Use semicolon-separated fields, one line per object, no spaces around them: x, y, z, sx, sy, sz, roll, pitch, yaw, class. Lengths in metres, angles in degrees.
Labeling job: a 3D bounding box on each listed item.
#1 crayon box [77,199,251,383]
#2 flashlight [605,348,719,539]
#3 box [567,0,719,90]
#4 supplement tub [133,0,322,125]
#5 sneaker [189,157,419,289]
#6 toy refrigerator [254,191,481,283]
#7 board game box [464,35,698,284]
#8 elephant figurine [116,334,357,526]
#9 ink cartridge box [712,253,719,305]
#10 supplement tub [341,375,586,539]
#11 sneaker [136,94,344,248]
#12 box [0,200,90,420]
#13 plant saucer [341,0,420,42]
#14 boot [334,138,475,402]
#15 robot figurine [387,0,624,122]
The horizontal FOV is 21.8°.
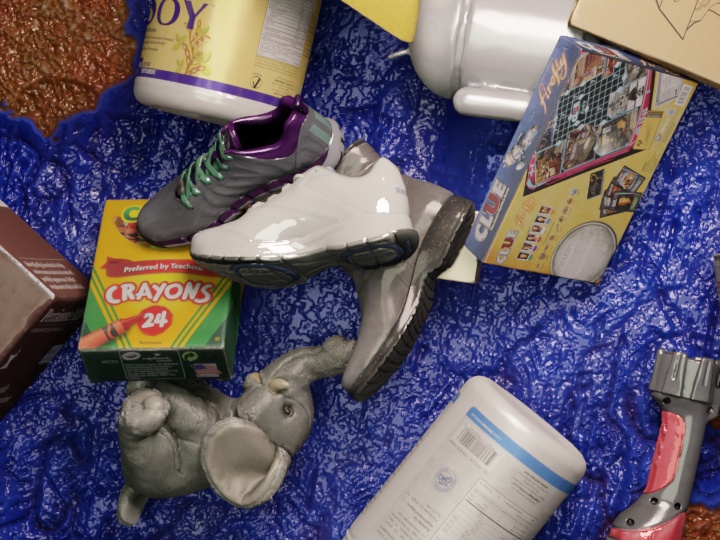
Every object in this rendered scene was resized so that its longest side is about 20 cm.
-0.167;0.003;1.631;0.127;0.051;0.200;-2;50;6;crayon box
0.260;0.169;1.626;0.068;0.068;0.200;10;88;44;flashlight
0.292;-0.242;1.567;0.200;0.021;0.164;22;85;-8;box
-0.108;-0.228;1.632;0.145;0.145;0.200;12;91;7;supplement tub
-0.047;-0.038;1.553;0.200;0.075;0.087;-9;68;16;sneaker
0.009;-0.036;1.651;0.200;0.076;0.070;7;91;8;toy refrigerator
0.186;-0.090;1.583;0.135;0.035;0.200;10;114;-35;board game box
-0.105;0.140;1.635;0.200;0.155;0.142;8;52;3;elephant figurine
0.355;0.077;1.572;0.085;0.146;0.200;-11;89;6;ink cartridge box
0.087;0.203;1.612;0.132;0.132;0.200;39;95;6;supplement tub
-0.117;-0.092;1.577;0.200;0.088;0.074;-27;54;15;sneaker
-0.366;0.044;1.650;0.164;0.166;0.200;42;95;6;box
-0.016;-0.309;1.568;0.200;0.200;0.048;32;127;-20;plant saucer
0.000;0.000;1.590;0.132;0.070;0.200;27;86;13;boot
0.128;-0.197;1.618;0.200;0.113;0.170;11;52;7;robot figurine
